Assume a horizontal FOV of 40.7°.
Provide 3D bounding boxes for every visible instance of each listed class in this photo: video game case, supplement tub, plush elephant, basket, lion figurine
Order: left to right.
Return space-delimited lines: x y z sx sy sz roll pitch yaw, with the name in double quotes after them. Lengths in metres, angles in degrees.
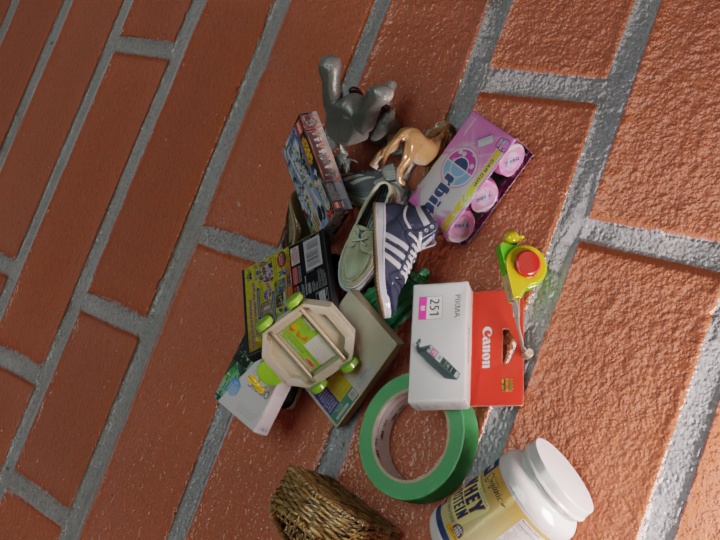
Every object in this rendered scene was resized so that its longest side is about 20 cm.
-0.125 0.042 1.697 0.179 0.026 0.201 -26 46 18 "video game case"
-0.064 0.422 1.537 0.199 0.142 0.150 29 90 41 "basket"
0.020 -0.279 1.752 0.164 0.154 0.202 27 123 33 "plush elephant"
0.098 -0.205 1.640 0.072 0.200 0.123 36 104 20 "lion figurine"
0.210 0.342 1.357 0.200 0.144 0.145 -42 52 16 "supplement tub"

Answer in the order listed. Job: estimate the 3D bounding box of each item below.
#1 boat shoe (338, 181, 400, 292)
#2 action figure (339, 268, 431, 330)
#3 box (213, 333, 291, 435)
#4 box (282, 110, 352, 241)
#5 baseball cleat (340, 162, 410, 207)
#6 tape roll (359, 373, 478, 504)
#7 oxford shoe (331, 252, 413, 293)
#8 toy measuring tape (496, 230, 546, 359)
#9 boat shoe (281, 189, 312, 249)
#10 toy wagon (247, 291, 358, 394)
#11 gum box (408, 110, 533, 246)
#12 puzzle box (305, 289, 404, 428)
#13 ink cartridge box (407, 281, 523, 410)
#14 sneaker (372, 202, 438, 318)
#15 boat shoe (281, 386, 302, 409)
0.008 -0.061 1.658 0.071 0.062 0.202 18 81 23 "boat shoe"
0.045 0.060 1.639 0.200 0.055 0.119 -40 80 28 "action figure"
-0.170 0.168 1.711 0.144 0.036 0.201 27 90 46 "box"
-0.081 -0.167 1.767 0.202 0.040 0.137 70 156 16 "box"
0.014 -0.159 1.774 0.199 0.070 0.107 34 81 36 "baseball cleat"
0.091 0.266 1.544 0.199 0.048 0.203 -16 63 32 "tape roll"
0.000 0.000 1.707 0.198 0.071 0.072 -2 69 35 "oxford shoe"
0.261 0.033 1.503 0.073 0.073 0.202 -19 74 30 "toy measuring tape"
-0.112 -0.049 1.825 0.072 0.071 0.202 -42 52 55 "boat shoe"
-0.105 0.132 1.610 0.199 0.155 0.040 -36 13 21 "toy wagon"
0.180 -0.151 1.629 0.201 0.066 0.113 -54 48 8 "gum box"
-0.023 0.150 1.643 0.133 0.025 0.201 48 118 26 "puzzle box"
0.165 0.114 1.508 0.172 0.044 0.202 -5 63 19 "ink cartridge box"
0.075 -0.021 1.570 0.107 0.070 0.202 -1 66 -1 "sneaker"
-0.128 0.146 1.753 0.073 0.063 0.204 1 71 42 "boat shoe"
